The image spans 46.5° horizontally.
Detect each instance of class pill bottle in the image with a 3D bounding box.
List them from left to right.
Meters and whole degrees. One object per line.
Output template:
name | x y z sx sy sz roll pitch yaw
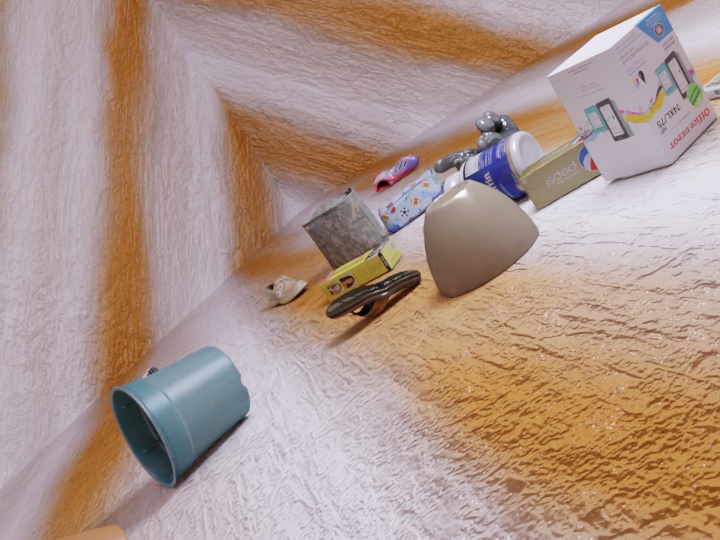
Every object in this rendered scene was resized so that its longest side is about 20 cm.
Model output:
pill bottle | 0.269 -0.186 1.686 0.198 0.117 0.116 -27 13 42

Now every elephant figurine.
elephant figurine | 0.286 -0.254 1.934 0.139 0.157 0.202 -2 -38 -31

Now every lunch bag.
lunch bag | -0.028 -0.113 2.187 0.198 0.165 0.118 -24 18 45
lunch bag | 0.138 -0.189 2.242 0.198 0.076 0.160 -35 8 9

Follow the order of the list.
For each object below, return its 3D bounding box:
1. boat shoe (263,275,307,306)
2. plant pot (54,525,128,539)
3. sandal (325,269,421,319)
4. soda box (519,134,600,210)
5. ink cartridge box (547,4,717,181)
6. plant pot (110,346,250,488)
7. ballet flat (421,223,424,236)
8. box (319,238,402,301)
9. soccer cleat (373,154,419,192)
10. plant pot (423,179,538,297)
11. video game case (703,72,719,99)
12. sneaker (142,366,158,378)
boat shoe | -0.216 0.050 2.352 0.072 0.066 0.199 -41 12 -30
plant pot | -0.310 0.380 0.933 0.138 0.204 0.199 -22 3 -27
sandal | 0.029 0.056 1.604 0.196 0.056 0.082 -23 15 -8
soda box | 0.381 -0.192 1.483 0.198 0.068 0.064 -31 12 26
ink cartridge box | 0.429 -0.274 1.325 0.146 0.202 0.145 -39 13 -25
plant pot | -0.317 0.248 1.519 0.195 0.203 0.199 -33 8 -35
ballet flat | 0.159 -0.072 1.674 0.067 0.069 0.200 -35 10 2
box | 0.000 0.000 1.921 0.198 0.051 0.075 -29 13 36
soccer cleat | 0.130 -0.347 3.019 0.197 0.067 0.078 -24 45 27
plant pot | 0.182 -0.071 1.417 0.198 0.136 0.201 -34 10 7
video game case | 0.675 -0.351 1.365 0.199 0.022 0.182 -39 11 -7
sneaker | -0.605 0.337 2.339 0.079 0.074 0.200 -34 10 16
